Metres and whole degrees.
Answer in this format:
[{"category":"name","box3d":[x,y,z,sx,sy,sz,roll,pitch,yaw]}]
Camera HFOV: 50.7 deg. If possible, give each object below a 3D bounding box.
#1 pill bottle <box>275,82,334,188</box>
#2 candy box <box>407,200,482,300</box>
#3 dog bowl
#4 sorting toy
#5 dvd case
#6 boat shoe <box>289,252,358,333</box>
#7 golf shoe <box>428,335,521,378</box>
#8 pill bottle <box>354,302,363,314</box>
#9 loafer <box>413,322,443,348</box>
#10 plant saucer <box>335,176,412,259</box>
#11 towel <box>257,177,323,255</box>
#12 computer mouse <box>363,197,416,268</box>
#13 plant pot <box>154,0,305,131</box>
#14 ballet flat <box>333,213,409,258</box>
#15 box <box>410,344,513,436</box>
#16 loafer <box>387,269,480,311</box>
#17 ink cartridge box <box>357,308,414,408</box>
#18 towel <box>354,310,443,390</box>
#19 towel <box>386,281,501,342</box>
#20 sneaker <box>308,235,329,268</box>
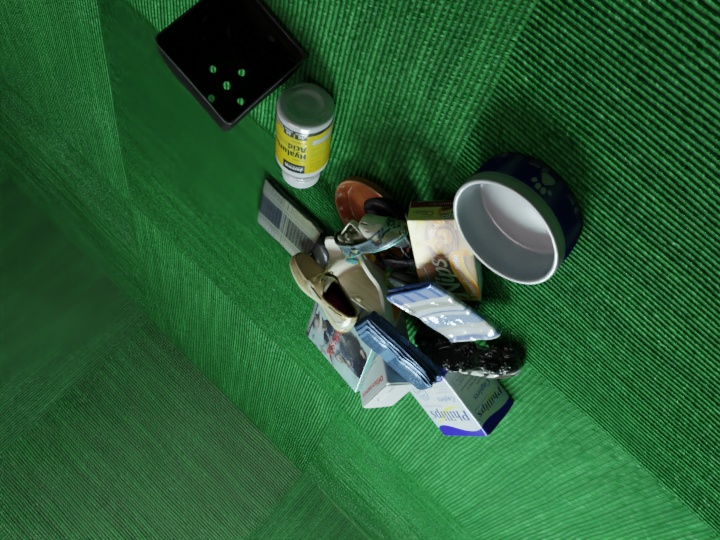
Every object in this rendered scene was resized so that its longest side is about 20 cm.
[{"category":"pill bottle","box3d":[-0.110,-0.252,1.466,0.111,0.111,0.202,38,153,15]},{"category":"candy box","box3d":[0.157,-0.033,1.381,0.112,0.056,0.203,1,135,18]},{"category":"dog bowl","box3d":[0.247,-0.081,1.205,0.198,0.079,0.202,36,151,23]},{"category":"sorting toy","box3d":[0.000,0.000,1.584,0.198,0.107,0.181,34,169,35]},{"category":"dvd case","box3d":[-0.046,0.155,1.716,0.200,0.022,0.148,47,134,30]},{"category":"boat shoe","box3d":[-0.071,0.035,1.603,0.201,0.074,0.066,49,143,5]},{"category":"golf shoe","box3d":[0.235,0.187,1.555,0.195,0.080,0.094,10,162,29]},{"category":"pill bottle","box3d":[-0.040,0.074,1.802,0.109,0.109,0.201,41,153,9]},{"category":"loafer","box3d":[0.168,0.126,1.612,0.072,0.073,0.201,38,154,6]},{"category":"plant saucer","box3d":[0.030,-0.106,1.544,0.198,0.032,0.203,34,150,23]},{"category":"towel","box3d":[-0.168,-0.111,1.839,0.200,0.034,0.194,44,150,11]},{"category":"computer mouse","box3d":[0.053,-0.078,1.466,0.138,0.047,0.201,1,141,44]},{"category":"plant pot","box3d":[-0.245,-0.379,1.424,0.200,0.199,0.177,47,165,-2]},{"category":"ballet flat","box3d":[0.011,-0.068,1.400,0.075,0.074,0.198,52,147,-13]},{"category":"box","box3d":[0.207,0.261,1.697,0.201,0.105,0.183,51,154,-9]},{"category":"loafer","box3d":[0.148,0.037,1.508,0.196,0.064,0.072,25,167,22]},{"category":"ink cartridge box","box3d":[0.049,0.189,1.714,0.147,0.081,0.205,130,137,-52]},{"category":"towel","box3d":[0.074,0.170,1.573,0.199,0.049,0.112,41,159,-4]},{"category":"towel","box3d":[0.158,0.083,1.443,0.198,0.024,0.145,34,154,-27]},{"category":"sneaker","box3d":[-0.107,-0.008,1.794,0.202,0.088,0.077,103,153,-56]}]
